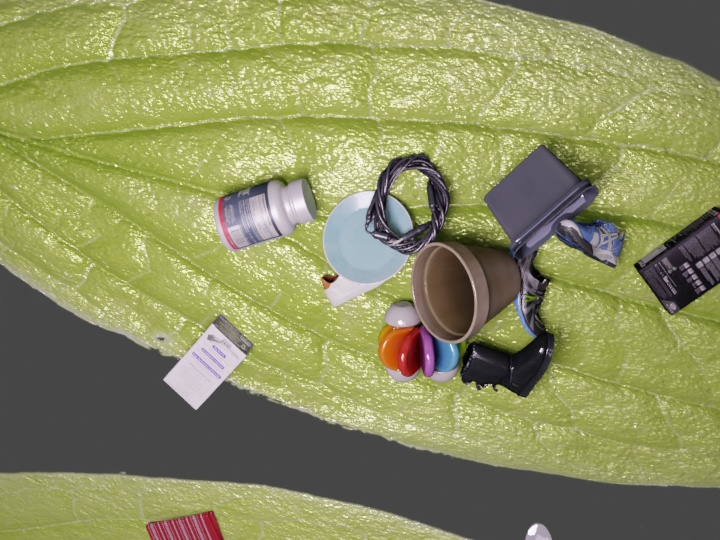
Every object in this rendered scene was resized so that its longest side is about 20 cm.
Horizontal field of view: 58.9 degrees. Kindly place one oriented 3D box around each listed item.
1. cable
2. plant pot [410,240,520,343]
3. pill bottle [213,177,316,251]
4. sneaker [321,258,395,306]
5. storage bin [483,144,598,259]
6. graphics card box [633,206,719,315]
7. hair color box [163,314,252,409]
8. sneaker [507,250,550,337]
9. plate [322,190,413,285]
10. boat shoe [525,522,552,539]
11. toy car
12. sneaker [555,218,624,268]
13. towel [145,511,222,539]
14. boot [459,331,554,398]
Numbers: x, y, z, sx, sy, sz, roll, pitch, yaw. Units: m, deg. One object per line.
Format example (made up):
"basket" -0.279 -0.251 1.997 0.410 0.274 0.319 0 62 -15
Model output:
"cable" 0.103 -0.139 1.305 0.160 0.051 0.204 24 87 15
"plant pot" 0.227 0.029 1.294 0.170 0.199 0.205 -13 110 -31
"pill bottle" -0.198 -0.123 1.344 0.195 0.120 0.122 -15 105 11
"sneaker" 0.000 0.000 1.381 0.197 0.073 0.086 -29 104 16
"storage bin" 0.352 -0.141 1.272 0.199 0.145 0.136 -41 70 17
"graphics card box" 0.680 -0.018 1.303 0.199 0.051 0.126 -40 99 15
"hair color box" -0.357 0.216 1.498 0.109 0.065 0.200 43 109 -6
"sneaker" 0.365 0.049 1.352 0.081 0.071 0.204 -12 102 17
"plate" 0.017 -0.068 1.351 0.195 0.026 0.206 -2 77 9
"boat shoe" 0.443 0.712 1.548 0.070 0.066 0.205 -13 84 14
"toy car" 0.132 0.167 1.375 0.194 0.150 0.180 -1 107 7
"sneaker" 0.461 -0.071 1.277 0.197 0.075 0.078 19 99 -41
"towel" -0.455 0.710 1.683 0.195 0.023 0.148 -14 107 13
"boot" 0.310 0.191 1.374 0.159 0.074 0.201 17 133 1
